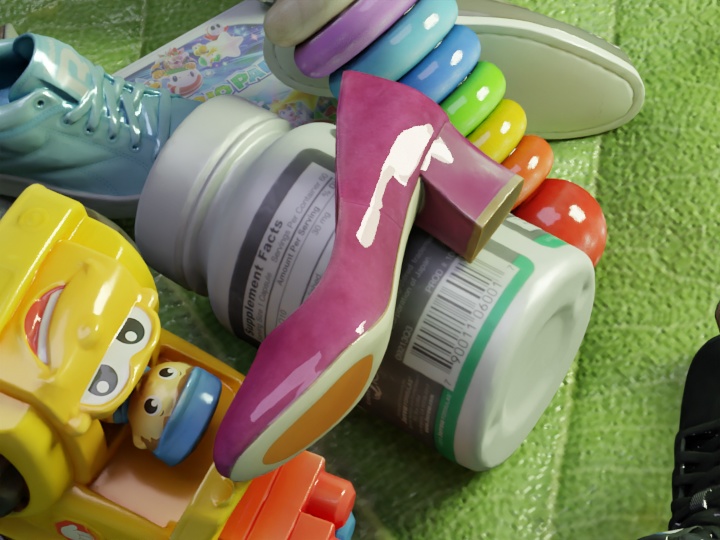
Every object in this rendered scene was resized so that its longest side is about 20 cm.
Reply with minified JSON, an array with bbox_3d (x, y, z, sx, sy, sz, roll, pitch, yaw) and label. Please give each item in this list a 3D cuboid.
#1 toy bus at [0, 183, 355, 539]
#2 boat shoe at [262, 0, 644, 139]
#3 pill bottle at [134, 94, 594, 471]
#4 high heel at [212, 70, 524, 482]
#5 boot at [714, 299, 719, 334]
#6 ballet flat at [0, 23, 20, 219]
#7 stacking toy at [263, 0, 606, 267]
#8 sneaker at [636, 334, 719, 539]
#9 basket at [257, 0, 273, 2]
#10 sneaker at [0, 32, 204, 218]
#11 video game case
[{"bbox_3d":[-0.084,0.081,0.802,0.191,0.200,0.136,19,59,15],"label":"toy bus"},{"bbox_3d":[0.051,-0.120,0.978,0.200,0.072,0.061,10,44,-3],"label":"boat shoe"},{"bbox_3d":[0.000,0.000,0.876,0.199,0.113,0.113,29,64,21],"label":"pill bottle"},{"bbox_3d":[-0.020,-0.004,0.768,0.096,0.067,0.200,34,62,12],"label":"high heel"},{"bbox_3d":[0.261,0.072,0.808,0.185,0.064,0.201,-22,48,13],"label":"boot"},{"bbox_3d":[-0.185,-0.047,1.008,0.063,0.068,0.201,11,53,-14],"label":"ballet flat"},{"bbox_3d":[0.045,-0.072,0.909,0.085,0.085,0.200,-44,101,-20],"label":"stacking toy"},{"bbox_3d":[0.146,0.100,0.752,0.073,0.112,0.201,-27,51,35],"label":"sneaker"},{"bbox_3d":[-0.008,-0.283,1.042,0.160,0.199,0.201,-13,44,8],"label":"basket"},{"bbox_3d":[-0.149,-0.079,0.947,0.199,0.082,0.074,2,57,-15],"label":"sneaker"},{"bbox_3d":[-0.036,-0.075,1.013,0.143,0.018,0.200,-31,53,-10],"label":"video game case"}]
